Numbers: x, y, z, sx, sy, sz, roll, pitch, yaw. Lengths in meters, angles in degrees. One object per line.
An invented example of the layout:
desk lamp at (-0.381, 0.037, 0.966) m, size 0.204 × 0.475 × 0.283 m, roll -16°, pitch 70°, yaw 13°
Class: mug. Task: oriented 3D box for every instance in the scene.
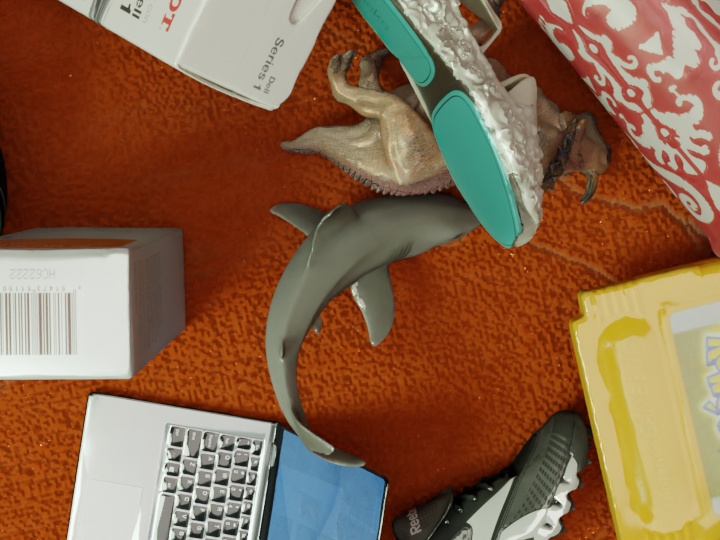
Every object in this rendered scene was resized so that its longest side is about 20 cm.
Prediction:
mug at (0.203, -0.132, 0.874) m, size 0.200 × 0.178 × 0.133 m, roll 45°, pitch 123°, yaw -12°

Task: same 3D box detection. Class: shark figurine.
shark figurine at (-0.019, 0.008, 0.872) m, size 0.128 × 0.090 × 0.215 m, roll 24°, pitch 58°, yaw 8°

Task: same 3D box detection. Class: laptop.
laptop at (-0.095, 0.191, 0.909) m, size 0.199 × 0.116 × 0.188 m, roll 10°, pitch 94°, yaw 0°

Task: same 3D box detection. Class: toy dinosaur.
toy dinosaur at (0.054, -0.082, 0.897) m, size 0.199 × 0.086 × 0.136 m, roll -20°, pitch 92°, yaw 0°

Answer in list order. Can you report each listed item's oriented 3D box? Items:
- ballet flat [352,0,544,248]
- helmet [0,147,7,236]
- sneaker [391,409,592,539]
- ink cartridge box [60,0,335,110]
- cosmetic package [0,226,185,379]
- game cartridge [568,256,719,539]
ballet flat at (0.062, -0.113, 0.825) m, size 0.072 × 0.072 × 0.200 m, roll -30°, pitch 91°, yaw 3°
helmet at (-0.305, -0.036, 0.857) m, size 0.199 × 0.191 × 0.201 m, roll 2°, pitch 62°, yaw -3°
sneaker at (0.070, 0.166, 0.930) m, size 0.090 × 0.066 × 0.200 m, roll 31°, pitch 97°, yaw -4°
ink cartridge box at (-0.101, -0.198, 0.836) m, size 0.200 × 0.084 × 0.146 m, roll 32°, pitch 100°, yaw 41°
cosmetic package at (-0.165, 0.014, 0.852) m, size 0.101 × 0.200 × 0.072 m, roll 0°, pitch 94°, yaw 0°
game cartridge at (0.240, 0.077, 0.899) m, size 0.199 × 0.032 × 0.177 m, roll -14°, pitch 94°, yaw 0°
